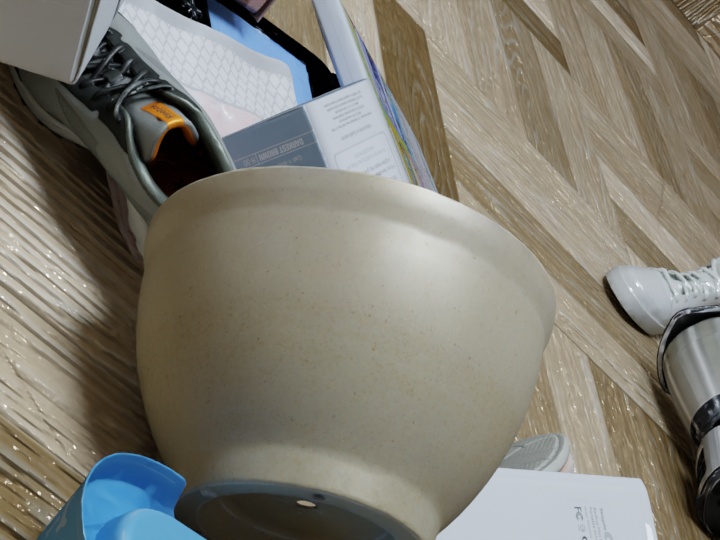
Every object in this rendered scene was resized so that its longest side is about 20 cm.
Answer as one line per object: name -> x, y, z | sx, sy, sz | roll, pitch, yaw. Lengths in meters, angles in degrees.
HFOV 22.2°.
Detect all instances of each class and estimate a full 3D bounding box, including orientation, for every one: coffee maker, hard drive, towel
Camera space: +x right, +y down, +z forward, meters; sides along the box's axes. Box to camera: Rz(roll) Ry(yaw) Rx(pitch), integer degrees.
coffee maker -> 0.363, 0.123, 1.572 | 0.201, 0.191, 0.135 | -98, 162, -50
hard drive -> 0.089, 0.172, 0.977 | 0.199, 0.026, 0.133 | 9, 62, -38
towel -> -0.081, -0.065, 1.067 | 0.199, 0.032, 0.192 | 22, 46, -53

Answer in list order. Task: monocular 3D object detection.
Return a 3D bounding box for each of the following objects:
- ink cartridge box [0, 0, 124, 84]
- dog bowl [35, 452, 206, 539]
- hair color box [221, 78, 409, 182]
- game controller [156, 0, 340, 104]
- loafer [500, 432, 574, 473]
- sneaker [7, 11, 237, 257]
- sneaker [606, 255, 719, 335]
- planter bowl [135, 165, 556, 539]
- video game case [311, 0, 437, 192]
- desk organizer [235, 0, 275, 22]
ink cartridge box -> -0.178, -0.183, 0.909 | 0.144, 0.084, 0.200 | 18, 27, -5
dog bowl -> -0.060, 0.157, 0.761 | 0.200, 0.049, 0.112 | 41, 24, -35
hair color box -> 0.000, 0.000, 1.051 | 0.099, 0.060, 0.201 | -33, 102, -63
game controller -> -0.070, -0.131, 1.218 | 0.200, 0.042, 0.105 | 30, 31, -47
loafer -> 0.086, 0.158, 1.084 | 0.063, 0.071, 0.200 | 68, 25, -9
sneaker -> -0.115, -0.082, 0.934 | 0.201, 0.074, 0.079 | 51, -21, 17
sneaker -> 0.321, 0.011, 1.769 | 0.199, 0.115, 0.074 | 19, 41, -56
planter bowl -> -0.017, 0.062, 0.847 | 0.200, 0.199, 0.136 | 38, 53, -38
video game case -> 0.028, -0.075, 1.308 | 0.182, 0.022, 0.201 | 57, 12, -50
desk organizer -> -0.114, -0.261, 1.220 | 0.077, 0.072, 0.200 | 26, 21, -50
